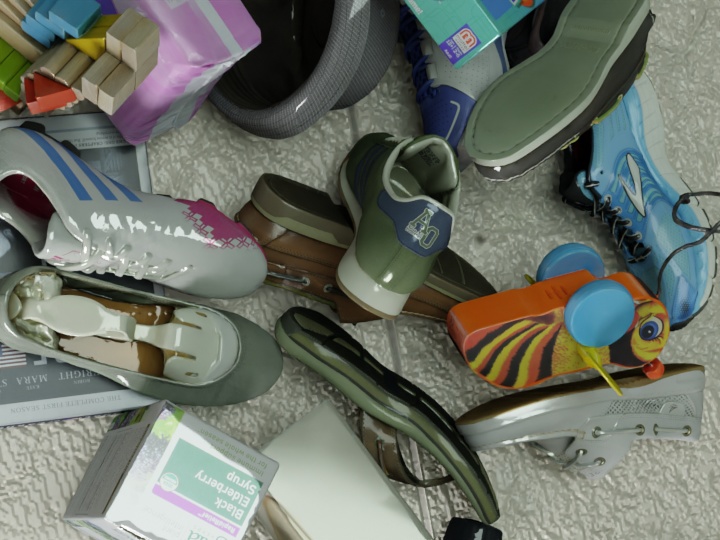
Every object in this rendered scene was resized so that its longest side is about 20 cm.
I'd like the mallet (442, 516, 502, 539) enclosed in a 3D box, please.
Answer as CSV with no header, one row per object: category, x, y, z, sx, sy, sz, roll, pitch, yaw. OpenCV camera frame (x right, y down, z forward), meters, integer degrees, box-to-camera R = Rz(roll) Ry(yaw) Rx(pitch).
mallet,0.137,0.238,1.296,0.200,0.041,0.066,29,77,-16

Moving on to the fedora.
fedora,-0.037,-0.185,1.254,0.090,0.177,0.200,2,67,-47

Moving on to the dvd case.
dvd case,-0.205,-0.001,1.229,0.150,0.025,0.200,-6,83,-18

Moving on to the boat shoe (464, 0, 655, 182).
boat shoe,0.139,-0.118,1.260,0.201,0.072,0.061,-48,140,-32

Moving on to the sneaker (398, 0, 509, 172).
sneaker,0.045,-0.172,1.308,0.115,0.081,0.200,13,72,-11

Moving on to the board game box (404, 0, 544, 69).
board game box,0.073,-0.234,1.222,0.152,0.045,0.200,52,39,-4

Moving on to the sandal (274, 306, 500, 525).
sandal,0.015,0.103,1.265,0.201,0.080,0.057,40,99,-6

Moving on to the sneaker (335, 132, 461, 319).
sneaker,0.033,-0.054,1.215,0.067,0.200,0.090,30,117,-14

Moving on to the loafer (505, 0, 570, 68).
loafer,0.165,-0.222,1.353,0.072,0.063,0.200,32,74,-10

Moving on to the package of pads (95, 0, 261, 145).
package of pads,-0.159,-0.191,1.208,0.076,0.120,0.200,-33,86,-39

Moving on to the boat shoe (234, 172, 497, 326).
boat shoe,0.000,0.000,1.275,0.200,0.072,0.068,24,109,-22

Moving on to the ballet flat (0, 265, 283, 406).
ballet flat,-0.140,0.044,1.196,0.200,0.064,0.068,14,78,-15

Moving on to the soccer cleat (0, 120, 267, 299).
soccer cleat,-0.158,-0.020,1.186,0.200,0.070,0.086,25,39,-5

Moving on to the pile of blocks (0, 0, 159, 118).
pile of blocks,-0.201,-0.131,1.162,0.082,0.200,0.062,50,63,-25

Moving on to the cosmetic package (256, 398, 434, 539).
cosmetic package,0.007,0.190,1.205,0.073,0.104,0.200,-36,80,-15

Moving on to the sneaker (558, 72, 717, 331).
sneaker,0.179,-0.047,1.323,0.090,0.078,0.200,-16,78,-29

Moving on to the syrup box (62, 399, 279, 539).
syrup box,-0.120,0.136,1.143,0.079,0.200,0.082,29,75,-10

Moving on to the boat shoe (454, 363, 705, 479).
boat shoe,0.159,0.111,1.294,0.200,0.071,0.069,-8,92,-26

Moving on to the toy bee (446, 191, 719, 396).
toy bee,0.164,0.040,1.251,0.200,0.131,0.109,-12,125,12
